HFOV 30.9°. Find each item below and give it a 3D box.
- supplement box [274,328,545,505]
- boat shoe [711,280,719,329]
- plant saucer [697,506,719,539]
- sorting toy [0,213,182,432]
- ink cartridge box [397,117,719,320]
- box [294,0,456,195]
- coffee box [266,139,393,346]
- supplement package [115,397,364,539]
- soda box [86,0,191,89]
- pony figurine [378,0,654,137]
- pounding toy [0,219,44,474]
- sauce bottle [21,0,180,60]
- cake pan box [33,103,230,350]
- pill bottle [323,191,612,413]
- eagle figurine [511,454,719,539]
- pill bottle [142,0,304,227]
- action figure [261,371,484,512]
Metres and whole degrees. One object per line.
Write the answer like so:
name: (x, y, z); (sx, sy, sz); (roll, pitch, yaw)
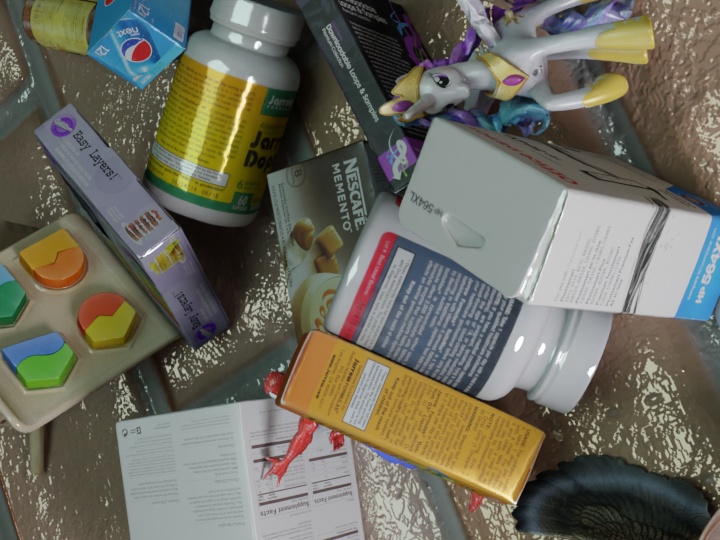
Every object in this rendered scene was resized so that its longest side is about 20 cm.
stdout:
supplement box: (0.037, 0.114, 1.007); (0.199, 0.067, 0.069); (22, 81, -5)
boat shoe: (0.308, 0.056, 0.908); (0.069, 0.056, 0.200); (-56, 42, 41)
plant saucer: (0.291, 0.230, 0.866); (0.034, 0.200, 0.201); (159, 104, -70)
sorting toy: (-0.301, 0.041, 1.271); (0.185, 0.200, 0.037); (46, 146, 20)
ink cartridge box: (0.150, -0.034, 0.921); (0.146, 0.200, 0.085); (35, 111, 45)
box: (0.030, -0.146, 1.060); (0.036, 0.143, 0.200); (-33, 71, 25)
coffee box: (0.000, 0.000, 1.123); (0.114, 0.080, 0.201); (-15, 82, 35)
supplement package: (-0.102, 0.218, 1.158); (0.151, 0.150, 0.201); (-13, 83, 36)
soda box: (-0.201, -0.266, 1.220); (0.068, 0.064, 0.200); (-37, 36, 31)
pony figurine: (0.113, -0.174, 0.990); (0.199, 0.193, 0.167); (-10, 122, 10)
pounding toy: (-0.376, 0.085, 1.388); (0.184, 0.142, 0.200); (-42, 56, 28)
sauce bottle: (-0.260, -0.245, 1.323); (0.200, 0.066, 0.066); (19, 101, 36)
cake pan box: (-0.214, -0.041, 1.226); (0.052, 0.184, 0.200); (-36, 62, -13)
pill bottle: (0.083, 0.031, 0.998); (0.199, 0.120, 0.120); (24, 107, 0)
eagle figurine: (0.209, 0.223, 0.964); (0.152, 0.151, 0.200); (-54, 16, -20)
pill bottle: (-0.120, -0.151, 1.192); (0.113, 0.113, 0.201); (29, 107, 33)
action figure: (0.001, 0.150, 1.077); (0.200, 0.065, 0.099); (29, 120, -5)
